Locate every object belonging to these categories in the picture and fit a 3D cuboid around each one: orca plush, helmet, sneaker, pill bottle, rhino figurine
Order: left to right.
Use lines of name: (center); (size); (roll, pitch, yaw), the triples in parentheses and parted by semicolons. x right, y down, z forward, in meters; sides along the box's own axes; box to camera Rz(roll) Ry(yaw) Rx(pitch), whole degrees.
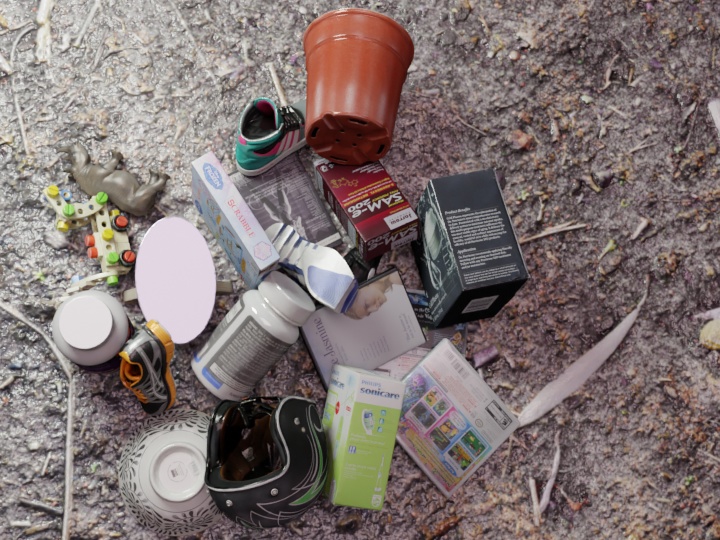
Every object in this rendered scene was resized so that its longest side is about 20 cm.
pill bottle: (-0.411, 0.096, 1.344); (0.111, 0.200, 0.114); (2, 78, -10)
rhino figurine: (-0.427, -0.161, 1.469); (0.198, 0.060, 0.088); (24, 86, -1)
sneaker: (-0.338, 0.162, 1.354); (0.078, 0.202, 0.077); (34, 49, 25)
pill bottle: (-0.171, 0.105, 1.395); (0.114, 0.114, 0.200); (43, 101, 1)
helmet: (-0.141, 0.294, 1.325); (0.197, 0.200, 0.193); (3, 75, -9)
sneaker: (-0.140, -0.262, 1.503); (0.083, 0.121, 0.200); (41, 69, 16)
sneaker: (-0.070, 0.000, 1.448); (0.199, 0.115, 0.081); (36, 87, 31)
orca plush: (0.000, 0.000, 1.489); (0.199, 0.071, 0.105); (-38, 71, -6)

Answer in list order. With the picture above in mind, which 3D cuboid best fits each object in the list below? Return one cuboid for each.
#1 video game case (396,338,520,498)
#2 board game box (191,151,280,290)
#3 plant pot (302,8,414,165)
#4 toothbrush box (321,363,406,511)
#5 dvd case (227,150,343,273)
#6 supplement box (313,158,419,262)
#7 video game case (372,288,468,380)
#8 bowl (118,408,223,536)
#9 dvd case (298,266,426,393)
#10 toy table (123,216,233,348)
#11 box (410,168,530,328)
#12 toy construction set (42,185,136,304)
video game case: (0.147, 0.252, 1.486); (0.182, 0.024, 0.200); (-42, 94, -9)
board game box: (-0.208, -0.071, 1.418); (0.041, 0.200, 0.201); (-32, 86, -16)
plant pot: (-0.013, -0.301, 1.482); (0.198, 0.201, 0.198); (10, 64, -8)
toothbrush box: (-0.006, 0.262, 1.389); (0.085, 0.145, 0.203); (13, 87, -18)
dvd case: (-0.139, -0.105, 1.532); (0.147, 0.016, 0.202); (-26, 83, -16)
supplement box: (0.008, -0.122, 1.499); (0.108, 0.061, 0.201); (-24, 58, -14)
video game case: (0.089, 0.124, 1.522); (0.197, 0.023, 0.184); (9, 77, -7)
bowl: (-0.287, 0.320, 1.375); (0.198, 0.094, 0.204); (2, 79, -10)
dvd case: (0.002, 0.100, 1.470); (0.198, 0.018, 0.144); (-26, 102, -13)
toy table: (-0.299, 0.025, 1.424); (0.181, 0.117, 0.203); (6, 78, -9)
box: (0.175, -0.033, 1.464); (0.122, 0.200, 0.199); (-9, 70, -12)
toy construction set: (-0.445, -0.042, 1.424); (0.130, 0.092, 0.203); (-5, 86, -36)
